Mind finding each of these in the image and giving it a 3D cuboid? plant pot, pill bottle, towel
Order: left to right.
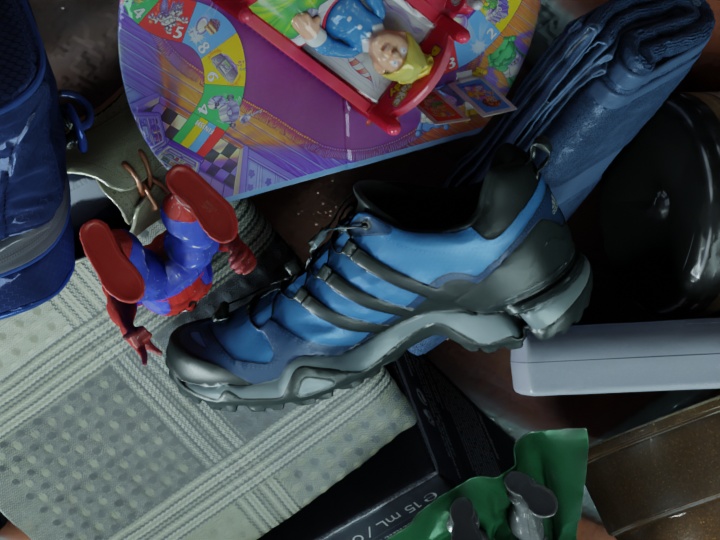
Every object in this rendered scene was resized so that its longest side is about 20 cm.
[{"bbox_3d":[-0.101,0.061,0.921,0.200,0.035,0.193,-35,117,7],"label":"towel"},{"bbox_3d":[0.083,-0.051,0.896,0.112,0.049,0.200,-28,159,-53],"label":"towel"},{"bbox_3d":[0.243,0.171,1.080,0.200,0.199,0.200,-17,169,-3],"label":"plant pot"},{"bbox_3d":[0.232,-0.035,0.955,0.200,0.112,0.112,-2,138,-22],"label":"pill bottle"}]

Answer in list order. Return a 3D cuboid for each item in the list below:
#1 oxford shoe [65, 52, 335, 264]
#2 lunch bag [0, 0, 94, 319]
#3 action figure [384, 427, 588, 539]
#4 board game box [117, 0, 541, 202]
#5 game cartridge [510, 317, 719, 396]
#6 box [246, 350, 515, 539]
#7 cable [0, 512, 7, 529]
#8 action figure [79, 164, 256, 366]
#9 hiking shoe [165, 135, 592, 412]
[{"bbox_3d":[-0.084,-0.049,0.811,0.200,0.074,0.071,-31,119,10],"label":"oxford shoe"},{"bbox_3d":[-0.199,-0.047,0.721,0.200,0.136,0.132,-12,141,-14],"label":"lunch bag"},{"bbox_3d":[0.082,0.166,0.988,0.118,0.055,0.200,-25,146,-4],"label":"action figure"},{"bbox_3d":[0.001,-0.105,0.767,0.200,0.039,0.158,-17,123,-24],"label":"board game box"},{"bbox_3d":[0.146,0.043,0.973,0.133,0.041,0.200,-7,177,12],"label":"game cartridge"},{"bbox_3d":[-0.013,0.151,1.056,0.196,0.118,0.200,-31,142,12],"label":"box"},{"bbox_3d":[-0.259,0.135,0.975,0.163,0.051,0.200,22,124,-41],"label":"cable"},{"bbox_3d":[-0.078,-0.001,0.777,0.065,0.052,0.200,-38,180,-6],"label":"action figure"},{"bbox_3d":[0.000,0.000,0.844,0.200,0.074,0.087,-16,112,11],"label":"hiking shoe"}]
